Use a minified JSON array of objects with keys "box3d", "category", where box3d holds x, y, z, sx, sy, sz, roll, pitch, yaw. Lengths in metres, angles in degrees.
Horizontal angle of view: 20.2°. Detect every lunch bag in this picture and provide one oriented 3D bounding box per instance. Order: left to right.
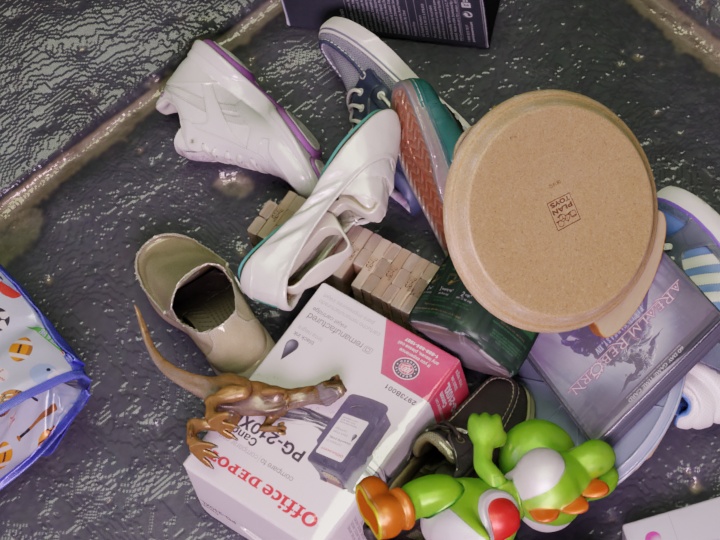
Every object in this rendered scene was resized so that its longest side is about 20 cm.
[{"box3d":[-0.343,0.101,1.700,0.200,0.124,0.170,-41,61,-6],"category":"lunch bag"}]

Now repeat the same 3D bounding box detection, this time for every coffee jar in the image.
[{"box3d":[0.129,-0.017,1.653,0.201,0.085,0.104,-58,29,-12],"category":"coffee jar"}]

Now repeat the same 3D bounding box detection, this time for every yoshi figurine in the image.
[{"box3d":[0.095,0.170,1.535,0.199,0.113,0.112,-17,64,-15],"category":"yoshi figurine"}]

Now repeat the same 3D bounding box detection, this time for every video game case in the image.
[{"box3d":[0.198,0.039,1.625,0.143,0.019,0.200,-46,36,9],"category":"video game case"}]

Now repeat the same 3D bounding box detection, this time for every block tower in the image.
[{"box3d":[0.000,0.000,1.741,0.199,0.058,0.054,28,69,21],"category":"block tower"}]

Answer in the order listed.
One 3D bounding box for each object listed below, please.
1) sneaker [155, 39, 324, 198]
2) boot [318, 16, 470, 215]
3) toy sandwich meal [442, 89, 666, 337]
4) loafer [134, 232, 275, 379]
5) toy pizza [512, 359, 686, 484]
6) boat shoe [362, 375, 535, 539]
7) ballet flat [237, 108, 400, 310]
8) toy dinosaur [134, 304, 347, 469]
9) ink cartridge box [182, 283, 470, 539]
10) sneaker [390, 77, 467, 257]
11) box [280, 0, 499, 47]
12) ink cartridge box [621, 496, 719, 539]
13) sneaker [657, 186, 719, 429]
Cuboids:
[{"box3d":[-0.106,-0.118,1.829,0.100,0.075,0.200,-46,62,3],"category":"sneaker"},{"box3d":[0.011,-0.141,1.809,0.090,0.073,0.200,-41,66,-15],"category":"boot"},{"box3d":[0.147,-0.044,1.569,0.204,0.070,0.207,-1,92,-22],"category":"toy sandwich meal"},{"box3d":[-0.136,0.018,1.726,0.075,0.068,0.200,-35,44,-12],"category":"loafer"},{"box3d":[0.183,0.103,1.629,0.199,0.032,0.201,-28,43,30],"category":"toy pizza"},{"box3d":[0.070,0.153,1.596,0.071,0.066,0.201,7,50,44],"category":"boat shoe"},{"box3d":[-0.018,-0.045,1.697,0.069,0.069,0.200,38,82,25],"category":"ballet flat"},{"box3d":[-0.110,0.100,1.616,0.199,0.061,0.106,12,38,14],"category":"toy dinosaur"},{"box3d":[-0.026,0.135,1.650,0.144,0.085,0.200,29,69,25],"category":"ink cartridge box"},{"box3d":[0.093,-0.079,1.737,0.080,0.071,0.201,-25,94,-22],"category":"sneaker"},{"box3d":[0.035,-0.306,1.881,0.198,0.107,0.149,7,62,13],"category":"box"},{"box3d":[0.322,0.262,1.551,0.195,0.043,0.201,-16,58,-1],"category":"ink cartridge box"},{"box3d":[0.257,0.037,1.665,0.146,0.081,0.200,-30,66,-13],"category":"sneaker"}]
